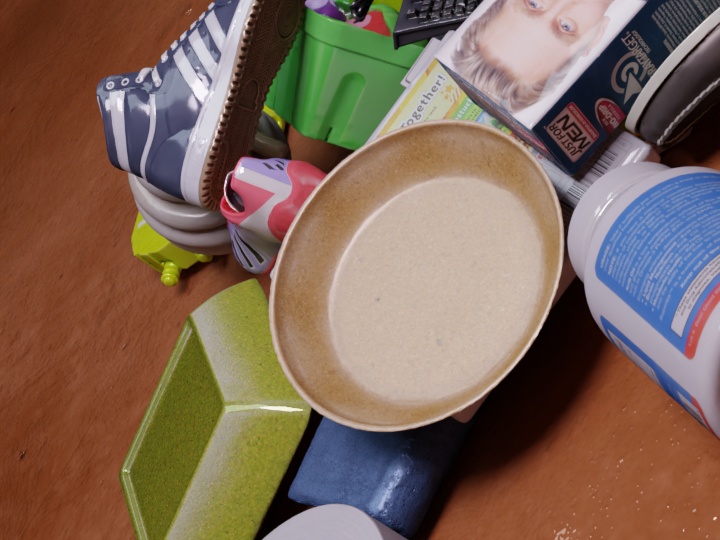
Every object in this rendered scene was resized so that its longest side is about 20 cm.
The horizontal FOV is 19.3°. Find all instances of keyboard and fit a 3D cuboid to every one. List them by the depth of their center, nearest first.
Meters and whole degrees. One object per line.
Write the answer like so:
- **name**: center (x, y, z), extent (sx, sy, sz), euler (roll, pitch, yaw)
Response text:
- **keyboard**: center (0.048, -0.212, 1.465), extent (0.127, 0.021, 0.200), euler (-15, 31, 22)

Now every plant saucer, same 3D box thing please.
- **plant saucer**: center (0.038, 0.007, 1.271), extent (0.200, 0.035, 0.201), euler (-14, 60, 26)
- **plant saucer**: center (-0.112, 0.124, 1.469), extent (0.200, 0.048, 0.200), euler (-65, 24, 18)

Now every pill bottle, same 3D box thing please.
- **pill bottle**: center (0.183, 0.011, 1.097), extent (0.112, 0.112, 0.200), euler (-53, 28, 6)

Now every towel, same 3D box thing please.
- **towel**: center (0.039, 0.072, 1.333), extent (0.112, 0.049, 0.200), euler (9, 67, 53)

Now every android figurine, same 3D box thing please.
- **android figurine**: center (-0.132, -0.073, 1.787), extent (0.182, 0.041, 0.200), euler (-35, 33, 35)

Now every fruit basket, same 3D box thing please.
- **fruit basket**: center (0.013, -0.198, 1.592), extent (0.216, 0.155, 0.216), euler (-42, 40, 50)

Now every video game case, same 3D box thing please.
- **video game case**: center (0.061, -0.032, 1.313), extent (0.182, 0.023, 0.200), euler (36, 89, 38)

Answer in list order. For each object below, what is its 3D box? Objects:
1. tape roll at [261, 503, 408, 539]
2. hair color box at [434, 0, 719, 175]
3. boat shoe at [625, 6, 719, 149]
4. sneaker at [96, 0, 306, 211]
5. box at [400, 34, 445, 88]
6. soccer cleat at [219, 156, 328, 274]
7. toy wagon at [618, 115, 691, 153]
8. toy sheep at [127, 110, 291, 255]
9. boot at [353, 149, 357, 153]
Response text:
- **tape roll**: center (-0.029, 0.240, 1.242), extent (0.200, 0.066, 0.201), euler (-38, 32, 30)
- **hair color box**: center (0.151, -0.166, 1.269), extent (0.200, 0.061, 0.100), euler (-48, 49, 0)
- **boat shoe**: center (0.238, -0.138, 1.221), extent (0.201, 0.061, 0.072), euler (-47, -10, 18)
- **sneaker**: center (-0.115, -0.150, 1.497), extent (0.108, 0.070, 0.200), euler (18, 86, 28)
- **box**: center (0.125, -0.182, 1.464), extent (0.200, 0.060, 0.117), euler (-55, 27, 3)
- **soccer cleat**: center (-0.068, -0.043, 1.462), extent (0.067, 0.076, 0.200), euler (-66, 10, -11)
- **toy wagon**: center (0.145, -0.154, 1.347), extent (0.155, 0.040, 0.200), euler (-31, 60, 25)
- **toy sheep**: center (-0.110, -0.071, 1.622), extent (0.137, 0.200, 0.138), euler (-5, 61, 8)
- **boot**: center (0.000, 0.000, 1.455), extent (0.167, 0.072, 0.200), euler (-66, 15, -2)
